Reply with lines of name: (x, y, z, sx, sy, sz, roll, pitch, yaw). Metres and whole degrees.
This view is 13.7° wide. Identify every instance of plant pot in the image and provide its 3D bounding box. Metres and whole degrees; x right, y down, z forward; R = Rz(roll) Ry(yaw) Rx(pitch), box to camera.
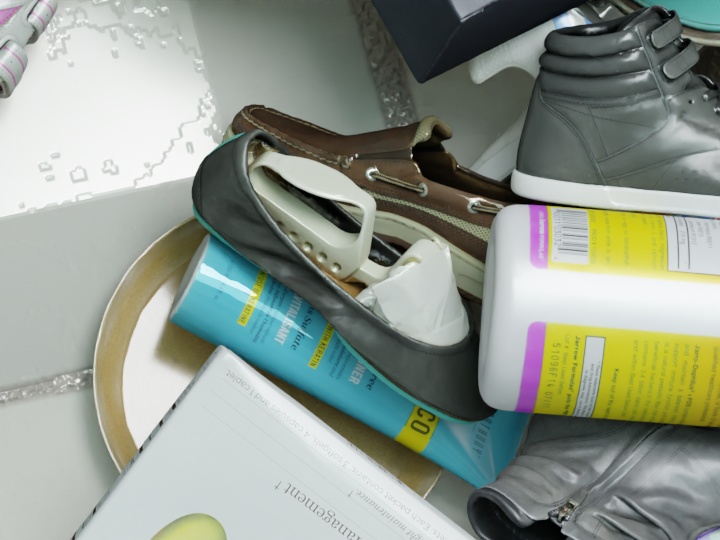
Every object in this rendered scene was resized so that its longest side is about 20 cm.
plant pot: (-0.045, 0.061, 1.599, 0.200, 0.027, 0.200, 3, 75, -10)

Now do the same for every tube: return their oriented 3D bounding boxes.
tube: (-0.002, 0.045, 1.577, 0.200, 0.050, 0.078, 25, 79, -9)

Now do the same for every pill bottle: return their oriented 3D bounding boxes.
pill bottle: (0.162, 0.026, 1.494, 0.200, 0.104, 0.104, 5, 75, -1)

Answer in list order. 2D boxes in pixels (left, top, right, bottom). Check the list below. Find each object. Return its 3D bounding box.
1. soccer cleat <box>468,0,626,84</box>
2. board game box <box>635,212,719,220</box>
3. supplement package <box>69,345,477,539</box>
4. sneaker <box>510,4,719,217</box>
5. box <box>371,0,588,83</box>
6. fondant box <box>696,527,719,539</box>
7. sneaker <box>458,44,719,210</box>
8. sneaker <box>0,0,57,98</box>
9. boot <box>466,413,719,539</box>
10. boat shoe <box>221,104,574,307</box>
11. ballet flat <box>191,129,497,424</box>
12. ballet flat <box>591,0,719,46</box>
soccer cleat: (0.146, -0.076, 1.584, 0.200, 0.070, 0.086, 38, 98, -4)
board game box: (0.238, 0.022, 1.654, 0.200, 0.039, 0.158, 22, 73, -4)
supplement package: (-0.055, 0.172, 1.482, 0.191, 0.147, 0.200, 37, 88, -1)
sneaker: (0.177, -0.082, 1.510, 0.200, 0.071, 0.099, 3, 104, 6)
box: (0.067, -0.230, 1.505, 0.182, 0.104, 0.200, -26, 82, -17)
fondant box: (0.223, 0.146, 1.593, 0.144, 0.058, 0.200, -26, 81, 2)
sneaker: (0.121, -0.088, 1.659, 0.200, 0.073, 0.085, -35, 49, -8)
sneaker: (-0.203, -0.130, 1.595, 0.200, 0.081, 0.088, -29, 84, -8)
boot: (0.163, 0.128, 1.505, 0.200, 0.070, 0.132, 17, 41, 16)
boat shoe: (0.025, -0.051, 1.588, 0.202, 0.075, 0.075, 27, 109, 12)
ballet flat: (0.000, 0.000, 1.532, 0.200, 0.068, 0.068, 37, 40, 0)
ballet flat: (0.142, -0.171, 1.629, 0.200, 0.062, 0.067, 33, 78, 26)
